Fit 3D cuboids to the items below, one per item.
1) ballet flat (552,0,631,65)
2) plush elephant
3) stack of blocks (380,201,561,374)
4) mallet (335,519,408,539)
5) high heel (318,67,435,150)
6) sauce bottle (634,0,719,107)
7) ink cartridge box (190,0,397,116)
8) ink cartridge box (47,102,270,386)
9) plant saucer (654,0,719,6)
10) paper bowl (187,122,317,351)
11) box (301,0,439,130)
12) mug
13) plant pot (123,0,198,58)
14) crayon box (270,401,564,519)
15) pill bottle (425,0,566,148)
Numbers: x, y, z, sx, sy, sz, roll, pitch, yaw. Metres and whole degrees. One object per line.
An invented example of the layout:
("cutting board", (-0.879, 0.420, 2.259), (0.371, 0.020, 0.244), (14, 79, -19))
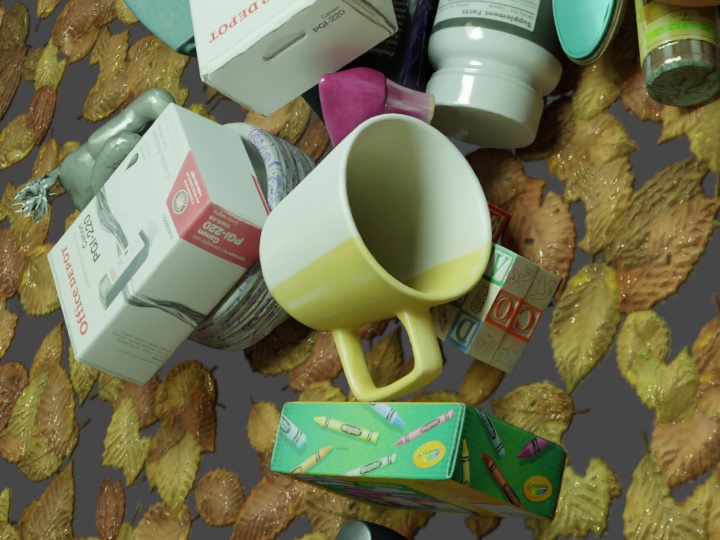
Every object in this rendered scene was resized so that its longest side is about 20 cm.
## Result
("ballet flat", (0.188, -0.262, 1.337), (0.067, 0.072, 0.202), (-9, 85, 37))
("plush elephant", (-0.224, -0.061, 1.674), (0.199, 0.156, 0.165), (-34, -5, -12))
("stack of blocks", (0.071, -0.009, 1.377), (0.199, 0.058, 0.116), (30, 94, 50))
("mallet", (0.065, 0.213, 1.265), (0.199, 0.066, 0.042), (-7, 67, 45))
("high heel", (-0.019, -0.102, 1.373), (0.200, 0.095, 0.068), (140, 140, -63))
("sauce bottle", (0.240, -0.226, 1.298), (0.064, 0.064, 0.202), (-26, 54, 37))
("ink cartridge box", (-0.063, -0.248, 1.348), (0.145, 0.085, 0.202), (-30, 53, 28))
("ink cartridge box", (-0.178, -0.022, 1.480), (0.200, 0.084, 0.146), (-49, 42, 23))
("plant saucer", (0.227, -0.277, 1.264), (0.038, 0.198, 0.202), (116, 158, -61))
("paper bowl", (-0.107, -0.025, 1.546), (0.200, 0.104, 0.203), (-23, 55, 38))
("box", (0.025, -0.223, 1.449), (0.103, 0.148, 0.202), (11, 79, 18))
("mug", (-0.005, -0.008, 1.306), (0.153, 0.149, 0.188), (-28, 39, 46))
("plant pot", (-0.133, -0.316, 1.666), (0.195, 0.195, 0.202), (-30, 66, 34))
("crayon box", (0.040, 0.144, 1.286), (0.199, 0.118, 0.059), (-4, 68, 46))
("pill bottle", (0.119, -0.210, 1.385), (0.113, 0.113, 0.202), (-1, 71, 47))
